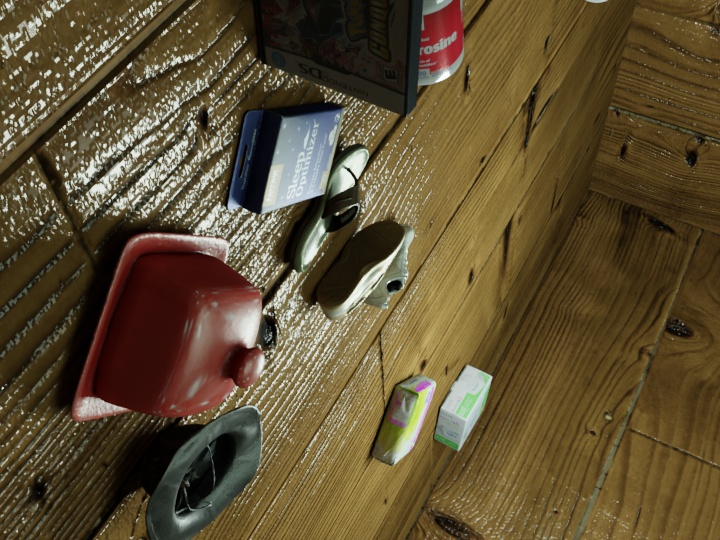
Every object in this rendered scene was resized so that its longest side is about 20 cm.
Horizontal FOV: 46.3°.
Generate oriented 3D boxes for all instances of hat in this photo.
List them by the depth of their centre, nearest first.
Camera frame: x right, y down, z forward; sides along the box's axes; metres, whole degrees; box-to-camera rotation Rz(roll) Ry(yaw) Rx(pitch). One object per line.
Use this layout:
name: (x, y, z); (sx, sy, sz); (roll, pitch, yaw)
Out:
hat: (-0.209, 0.238, 1.036); (0.201, 0.081, 0.201); (-41, 144, -38)

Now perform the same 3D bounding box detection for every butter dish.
butter dish: (-0.166, 0.074, 0.859); (0.199, 0.148, 0.200); (-1, 113, -70)

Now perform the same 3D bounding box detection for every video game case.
video game case: (-0.025, -0.259, 0.807); (0.026, 0.181, 0.200); (-51, 155, -34)

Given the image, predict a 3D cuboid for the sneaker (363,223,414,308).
sneaker: (0.052, -0.005, 1.464); (0.200, 0.081, 0.075); (-54, 155, -38)

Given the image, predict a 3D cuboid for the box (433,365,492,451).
box: (0.323, 0.433, 2.668); (0.200, 0.097, 0.177); (-50, 157, -39)

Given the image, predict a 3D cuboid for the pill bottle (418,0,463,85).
pill bottle: (0.076, -0.344, 1.091); (0.112, 0.112, 0.200); (-60, 159, -20)

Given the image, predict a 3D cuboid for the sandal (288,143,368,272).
sandal: (-0.034, -0.082, 1.175); (0.201, 0.057, 0.080); (-64, 161, -8)

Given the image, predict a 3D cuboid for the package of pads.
package of pads: (0.106, 0.361, 2.040); (0.154, 0.068, 0.200); (-10, 121, -68)

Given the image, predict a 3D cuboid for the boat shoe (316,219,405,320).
boat shoe: (0.000, 0.000, 1.350); (0.200, 0.074, 0.069); (-46, 156, -26)

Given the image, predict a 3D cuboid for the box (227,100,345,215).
box: (-0.086, -0.137, 1.016); (0.200, 0.032, 0.121); (-27, 137, -60)

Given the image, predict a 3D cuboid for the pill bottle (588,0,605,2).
pill bottle: (0.599, -0.748, 2.040); (0.200, 0.116, 0.116); (-55, 158, -33)
